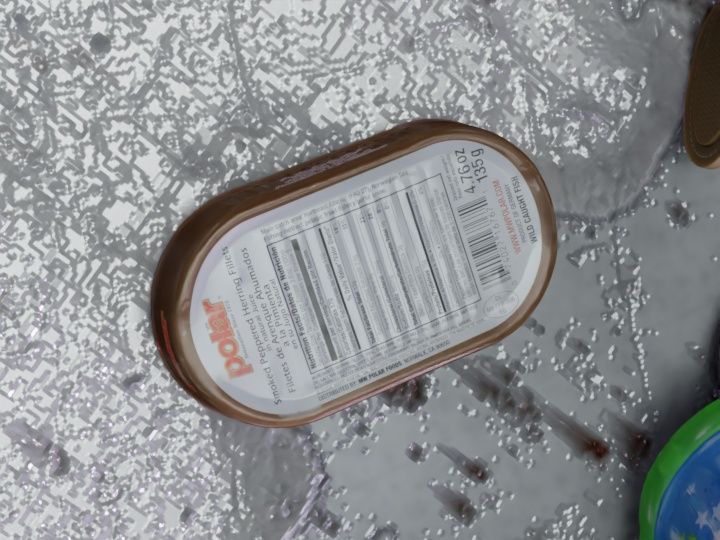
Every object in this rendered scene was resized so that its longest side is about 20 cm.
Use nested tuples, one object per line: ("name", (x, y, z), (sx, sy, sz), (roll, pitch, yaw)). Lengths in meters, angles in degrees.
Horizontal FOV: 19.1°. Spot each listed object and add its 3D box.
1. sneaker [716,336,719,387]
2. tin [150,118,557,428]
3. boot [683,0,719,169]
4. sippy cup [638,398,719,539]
("sneaker", (0.267, 0.001, 1.057), (0.076, 0.115, 0.200), (45, 80, -19))
("tin", (0.000, 0.000, 0.999), (0.199, 0.042, 0.112), (-23, 100, -17))
("boot", (0.259, -0.112, 1.067), (0.154, 0.074, 0.201), (29, 88, -26))
("sippy cup", (0.217, 0.142, 1.026), (0.139, 0.130, 0.178), (18, 113, -23))
